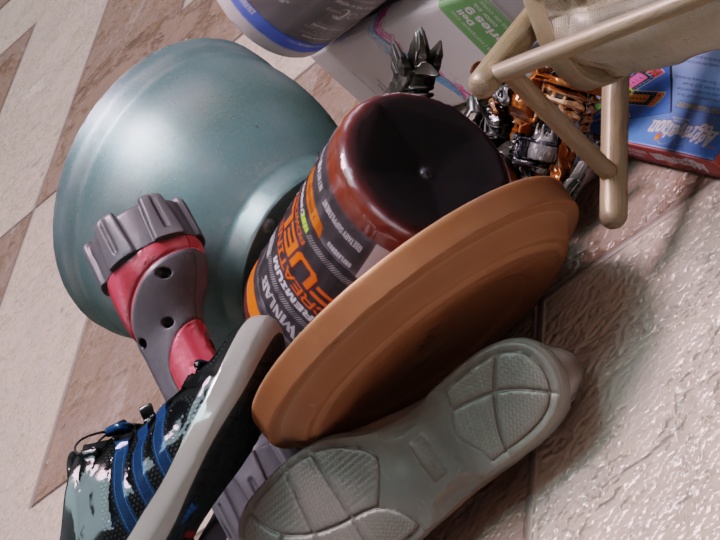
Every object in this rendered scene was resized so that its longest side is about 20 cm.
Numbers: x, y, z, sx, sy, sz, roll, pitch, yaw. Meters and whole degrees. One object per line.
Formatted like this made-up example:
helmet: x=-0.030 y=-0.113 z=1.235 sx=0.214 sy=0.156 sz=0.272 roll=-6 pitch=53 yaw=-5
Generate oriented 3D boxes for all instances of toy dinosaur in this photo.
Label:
toy dinosaur: x=0.075 y=-0.068 z=1.253 sx=0.200 sy=0.102 sz=0.136 roll=-45 pitch=48 yaw=11

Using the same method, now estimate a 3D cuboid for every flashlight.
flashlight: x=-0.085 y=0.054 z=1.242 sx=0.068 sy=0.201 sz=0.068 roll=-27 pitch=-22 yaw=-10

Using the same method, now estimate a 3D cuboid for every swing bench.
swing bench: x=0.184 y=-0.152 z=1.095 sx=0.198 sy=0.130 sz=0.201 roll=-17 pitch=42 yaw=41

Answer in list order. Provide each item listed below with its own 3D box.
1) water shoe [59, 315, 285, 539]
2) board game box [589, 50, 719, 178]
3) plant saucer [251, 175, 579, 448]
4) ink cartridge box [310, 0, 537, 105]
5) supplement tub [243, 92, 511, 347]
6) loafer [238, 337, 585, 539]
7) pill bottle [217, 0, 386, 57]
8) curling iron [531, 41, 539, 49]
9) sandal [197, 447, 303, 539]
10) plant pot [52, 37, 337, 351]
water shoe: x=-0.113 y=0.100 z=1.141 sx=0.201 sy=0.079 sz=0.072 roll=-60 pitch=-17 yaw=-6
board game box: x=0.178 y=-0.105 z=1.220 sx=0.103 sy=0.019 sz=0.200 roll=-51 pitch=23 yaw=-6
plant saucer: x=0.033 y=0.028 z=1.137 sx=0.200 sy=0.032 sz=0.200 roll=-35 pitch=-16 yaw=-12
ink cartridge box: x=0.076 y=-0.189 z=1.452 sx=0.200 sy=0.087 sz=0.146 roll=-14 pitch=42 yaw=57
supplement tub: x=0.000 y=0.000 z=1.236 sx=0.200 sy=0.106 sz=0.107 roll=-57 pitch=11 yaw=47
loafer: x=0.030 y=0.100 z=1.122 sx=0.199 sy=0.072 sz=0.063 roll=-33 pitch=-14 yaw=22
pill bottle: x=0.002 y=-0.229 z=1.393 sx=0.200 sy=0.114 sz=0.114 roll=-34 pitch=27 yaw=37
curling iron: x=0.155 y=-0.159 z=1.283 sx=0.200 sy=0.025 sz=0.050 roll=-34 pitch=64 yaw=41
sandal: x=-0.077 y=0.149 z=1.266 sx=0.076 sy=0.043 sz=0.201 roll=-23 pitch=34 yaw=47
plant pot: x=-0.072 y=-0.028 z=1.376 sx=0.134 sy=0.200 sz=0.201 roll=28 pitch=77 yaw=39
